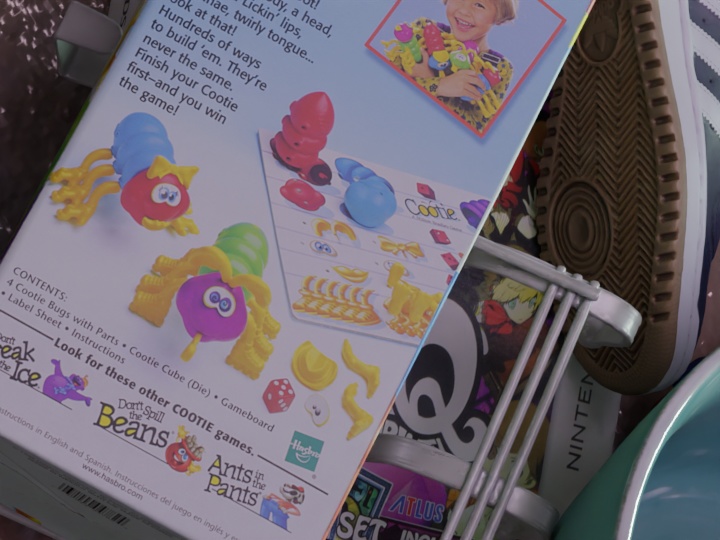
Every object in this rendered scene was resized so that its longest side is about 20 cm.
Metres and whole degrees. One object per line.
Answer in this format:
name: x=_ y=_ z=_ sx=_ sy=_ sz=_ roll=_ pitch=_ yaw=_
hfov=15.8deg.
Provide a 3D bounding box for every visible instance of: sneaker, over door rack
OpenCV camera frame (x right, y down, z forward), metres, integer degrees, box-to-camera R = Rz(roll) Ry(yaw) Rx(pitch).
sneaker: x=0.116 y=-0.062 z=0.852 sx=0.108 sy=0.070 sz=0.202 roll=-2 pitch=89 yaw=-37
over door rack: x=-0.033 y=0.033 z=0.767 sx=0.199 sy=0.067 sz=0.148 roll=27 pitch=73 yaw=-9

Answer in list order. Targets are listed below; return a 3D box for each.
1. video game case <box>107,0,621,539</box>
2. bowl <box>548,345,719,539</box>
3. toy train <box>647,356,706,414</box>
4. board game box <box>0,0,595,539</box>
video game case: x=0.000 y=0.000 z=0.839 sx=0.199 sy=0.036 sz=0.182 roll=17 pitch=76 yaw=-26
bowl: x=0.127 y=0.119 z=0.774 sx=0.200 sy=0.105 sz=0.202 roll=9 pitch=71 yaw=-29
toy train: x=0.184 y=0.109 z=0.911 sx=0.115 sy=0.084 sz=0.201 roll=-28 pitch=103 yaw=-45
board game box: x=-0.026 y=-0.022 z=0.690 sx=0.104 sy=0.103 sz=0.201 roll=30 pitch=74 yaw=-6
